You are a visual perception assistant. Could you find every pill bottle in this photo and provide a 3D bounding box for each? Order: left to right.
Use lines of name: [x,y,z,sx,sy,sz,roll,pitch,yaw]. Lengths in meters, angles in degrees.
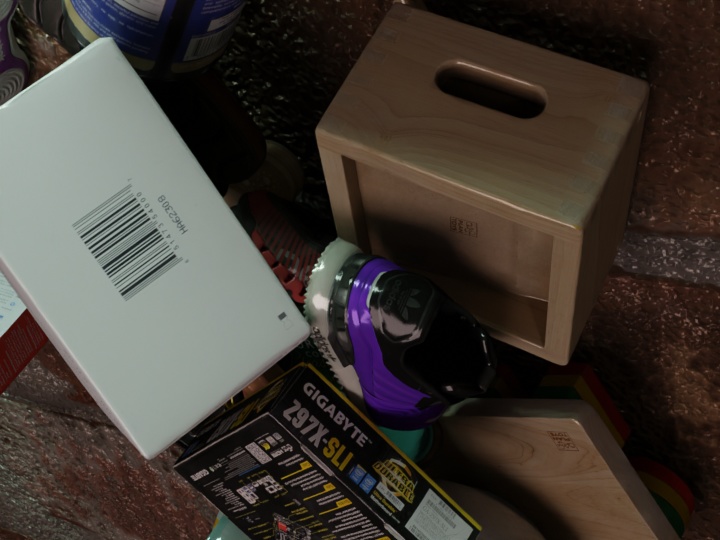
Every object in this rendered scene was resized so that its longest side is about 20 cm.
pill bottle: [-0.101,-0.210,0.644,0.111,0.112,0.200,35,141,-1]

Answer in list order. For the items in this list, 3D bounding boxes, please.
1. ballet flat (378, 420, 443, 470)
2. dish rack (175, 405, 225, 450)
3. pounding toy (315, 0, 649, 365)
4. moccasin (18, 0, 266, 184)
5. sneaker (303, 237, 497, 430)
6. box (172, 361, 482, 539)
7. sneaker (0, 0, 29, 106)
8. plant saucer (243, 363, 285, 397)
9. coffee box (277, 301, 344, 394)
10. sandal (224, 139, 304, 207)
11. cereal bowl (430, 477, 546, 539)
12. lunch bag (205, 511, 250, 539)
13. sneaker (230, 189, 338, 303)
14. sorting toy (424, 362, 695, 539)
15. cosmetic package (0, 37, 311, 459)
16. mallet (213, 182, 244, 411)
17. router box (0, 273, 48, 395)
ballet flat: [-0.014,0.131,0.870,0.197,0.069,0.068,-1,153,33]
dish rack: [-0.181,0.065,0.928,0.152,0.055,0.201,24,151,40]
pounding toy: [0.061,-0.079,0.669,0.198,0.143,0.185,22,154,18]
moccasin: [-0.142,-0.141,0.783,0.201,0.078,0.074,39,126,0]
sneaker: [0.040,0.059,0.698,0.098,0.070,0.200,16,160,27]
box: [-0.032,0.155,0.781,0.159,0.050,0.200,42,148,-7]
sneaker: [-0.305,-0.186,0.863,0.099,0.075,0.201,40,139,15]
plant saucer: [-0.120,0.086,0.977,0.199,0.032,0.201,37,159,17]
coffee box: [0.002,0.111,0.955,0.122,0.044,0.201,-3,129,39]
sandal: [-0.110,-0.016,0.884,0.077,0.070,0.212,36,142,-2]
cereal bowl: [0.087,0.228,0.872,0.198,0.084,0.201,28,148,19]
lunch bag: [-0.063,0.273,1.044,0.169,0.201,0.122,32,141,1]
sneaker: [0.000,0.000,0.810,0.200,0.071,0.098,41,111,-9]
sorting toy: [0.148,0.155,0.861,0.199,0.070,0.200,-7,127,50]
cosmetic package: [-0.152,-0.008,0.702,0.201,0.122,0.200,55,167,-7]
mallet: [-0.122,0.012,0.845,0.065,0.041,0.203,2,105,32]
router box: [-0.370,0.028,1.027,0.197,0.180,0.049,14,137,24]
